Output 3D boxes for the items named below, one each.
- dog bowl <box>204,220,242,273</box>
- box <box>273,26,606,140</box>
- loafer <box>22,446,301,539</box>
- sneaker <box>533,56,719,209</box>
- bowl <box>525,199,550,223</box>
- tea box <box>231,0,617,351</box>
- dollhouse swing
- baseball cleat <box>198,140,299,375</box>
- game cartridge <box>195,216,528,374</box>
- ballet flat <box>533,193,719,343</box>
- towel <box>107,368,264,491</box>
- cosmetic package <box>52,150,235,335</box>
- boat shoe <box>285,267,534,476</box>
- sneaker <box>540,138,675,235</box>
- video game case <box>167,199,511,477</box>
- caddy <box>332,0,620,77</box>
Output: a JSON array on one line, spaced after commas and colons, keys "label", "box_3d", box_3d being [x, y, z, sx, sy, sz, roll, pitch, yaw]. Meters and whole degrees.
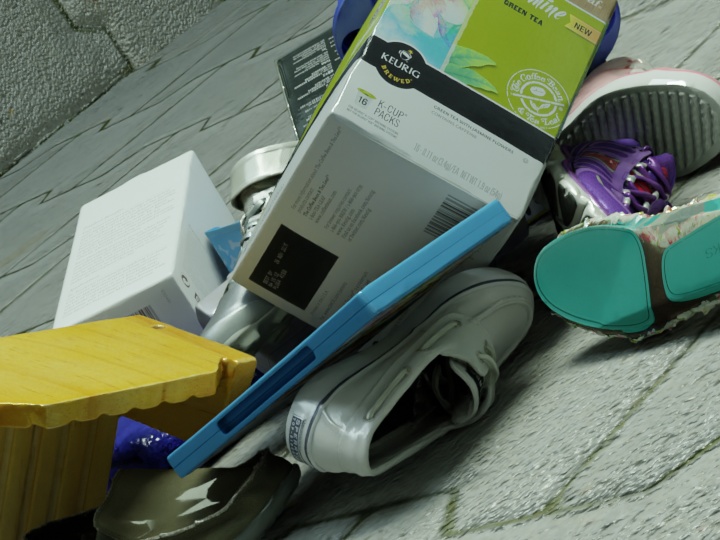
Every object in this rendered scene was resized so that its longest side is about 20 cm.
[{"label": "dog bowl", "box_3d": [-0.033, -0.032, 1.932, 0.111, 0.050, 0.200, -19, 4, 24]}, {"label": "box", "box_3d": [0.065, -0.152, 2.053, 0.199, 0.087, 0.163, -27, -23, 26]}, {"label": "loafer", "box_3d": [-0.124, 0.151, 1.575, 0.199, 0.070, 0.075, -28, 13, 24]}, {"label": "sneaker", "box_3d": [0.190, -0.109, 1.756, 0.105, 0.075, 0.200, -47, 13, -32]}, {"label": "bowl", "box_3d": [0.093, -0.095, 1.920, 0.200, 0.094, 0.201, -33, 11, 7]}, {"label": "tea box", "box_3d": [0.038, -0.081, 1.652, 0.197, 0.133, 0.200, -65, 6, -35]}, {"label": "dollhouse swing", "box_3d": [-0.191, 0.134, 1.634, 0.199, 0.177, 0.181, -9, 17, -39]}, {"label": "baseball cleat", "box_3d": [-0.064, -0.012, 1.735, 0.200, 0.106, 0.070, -43, -10, -36]}, {"label": "game cartridge", "box_3d": [0.000, 0.000, 1.792, 0.200, 0.039, 0.129, -38, 41, -20]}, {"label": "ballet flat", "box_3d": [0.177, -0.002, 1.437, 0.064, 0.076, 0.200, -4, -3, -36]}, {"label": "towel", "box_3d": [-0.103, 0.088, 1.837, 0.200, 0.050, 0.147, -38, 9, -29]}, {"label": "cosmetic package", "box_3d": [-0.152, 0.003, 1.907, 0.101, 0.071, 0.200, -26, 25, 14]}, {"label": "boat shoe", "box_3d": [0.045, 0.059, 1.510, 0.065, 0.072, 0.200, 19, 32, 36]}, {"label": "sneaker", "box_3d": [0.155, -0.048, 1.625, 0.083, 0.081, 0.200, -17, 18, 5]}, {"label": "video game case", "box_3d": [-0.013, 0.040, 1.519, 0.200, 0.018, 0.143, -41, -5, 42]}, {"label": "caddy", "box_3d": [0.075, -0.177, 1.785, 0.142, 0.199, 0.105, 119, 150, -44]}]
